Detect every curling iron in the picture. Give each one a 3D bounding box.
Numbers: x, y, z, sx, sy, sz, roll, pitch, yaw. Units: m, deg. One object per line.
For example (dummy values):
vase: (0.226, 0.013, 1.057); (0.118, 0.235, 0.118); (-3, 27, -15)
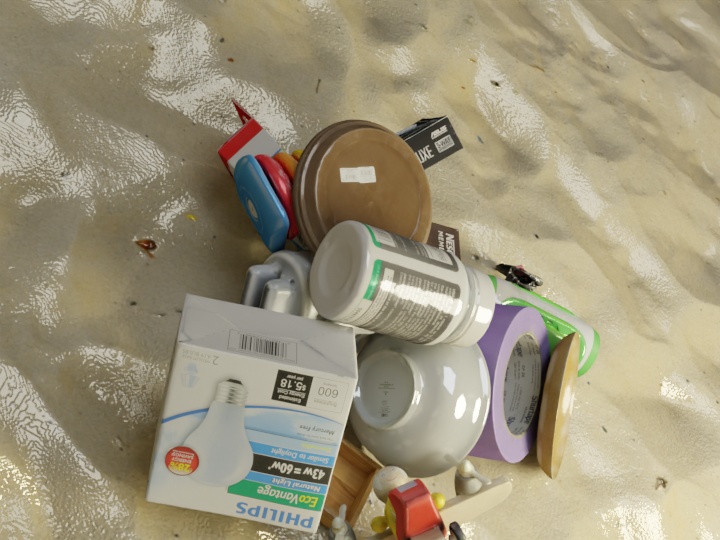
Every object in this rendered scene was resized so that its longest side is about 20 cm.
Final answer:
curling iron: (0.218, 0.002, 1.733); (0.049, 0.200, 0.026); (24, 95, -5)

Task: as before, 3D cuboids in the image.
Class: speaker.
speaker: (0.241, 0.079, 1.749); (0.199, 0.088, 0.089); (26, 51, -17)

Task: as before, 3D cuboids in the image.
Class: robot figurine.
robot figurine: (-0.049, 0.032, 1.492); (0.199, 0.114, 0.169); (-1, 30, -40)

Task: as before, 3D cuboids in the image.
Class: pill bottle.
pill bottle: (0.051, 0.021, 1.400); (0.199, 0.113, 0.114); (17, 53, -33)

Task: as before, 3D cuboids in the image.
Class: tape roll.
tape roll: (0.173, 0.144, 1.591); (0.199, 0.084, 0.202); (-15, 107, -59)

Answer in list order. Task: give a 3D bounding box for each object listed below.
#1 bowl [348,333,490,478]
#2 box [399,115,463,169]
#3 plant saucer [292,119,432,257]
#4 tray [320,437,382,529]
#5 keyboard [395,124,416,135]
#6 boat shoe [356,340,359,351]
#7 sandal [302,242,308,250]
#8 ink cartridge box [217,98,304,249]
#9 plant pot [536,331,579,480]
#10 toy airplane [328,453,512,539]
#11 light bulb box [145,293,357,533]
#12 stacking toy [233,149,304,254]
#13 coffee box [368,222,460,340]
bowl: (0.051, 0.148, 1.493); (0.090, 0.200, 0.203); (18, 50, -51)
box: (0.044, -0.148, 1.652); (0.157, 0.200, 0.050); (-29, 98, -2)
plant saucer: (0.010, -0.083, 1.464); (0.198, 0.029, 0.203); (5, 81, -32)
tray: (-0.076, 0.223, 1.486); (0.199, 0.037, 0.099); (37, 49, -7)
keyboard: (-0.005, -0.158, 1.665); (0.056, 0.199, 0.011); (-37, 101, -40)
boat shoe: (-0.093, 0.086, 1.544); (0.198, 0.070, 0.067); (-7, 51, -33)
sandal: (0.001, -0.047, 1.580); (0.206, 0.079, 0.060); (-32, 91, -47)
ink cartridge box: (-0.117, -0.120, 1.604); (0.067, 0.116, 0.200); (-42, 78, -6)
plant pot: (0.265, 0.180, 1.655); (0.027, 0.201, 0.201); (8, 49, 15)
toy airplane: (0.059, 0.297, 1.435); (0.199, 0.199, 0.142); (5, 48, -48)
light bulb box: (-0.119, 0.156, 1.340); (0.196, 0.202, 0.125); (11, 23, -7)
stacking toy: (-0.046, -0.115, 1.498); (0.199, 0.116, 0.110); (-26, 75, -16)
coffee box: (0.075, 0.032, 1.672); (0.112, 0.080, 0.202); (14, 55, -21)
